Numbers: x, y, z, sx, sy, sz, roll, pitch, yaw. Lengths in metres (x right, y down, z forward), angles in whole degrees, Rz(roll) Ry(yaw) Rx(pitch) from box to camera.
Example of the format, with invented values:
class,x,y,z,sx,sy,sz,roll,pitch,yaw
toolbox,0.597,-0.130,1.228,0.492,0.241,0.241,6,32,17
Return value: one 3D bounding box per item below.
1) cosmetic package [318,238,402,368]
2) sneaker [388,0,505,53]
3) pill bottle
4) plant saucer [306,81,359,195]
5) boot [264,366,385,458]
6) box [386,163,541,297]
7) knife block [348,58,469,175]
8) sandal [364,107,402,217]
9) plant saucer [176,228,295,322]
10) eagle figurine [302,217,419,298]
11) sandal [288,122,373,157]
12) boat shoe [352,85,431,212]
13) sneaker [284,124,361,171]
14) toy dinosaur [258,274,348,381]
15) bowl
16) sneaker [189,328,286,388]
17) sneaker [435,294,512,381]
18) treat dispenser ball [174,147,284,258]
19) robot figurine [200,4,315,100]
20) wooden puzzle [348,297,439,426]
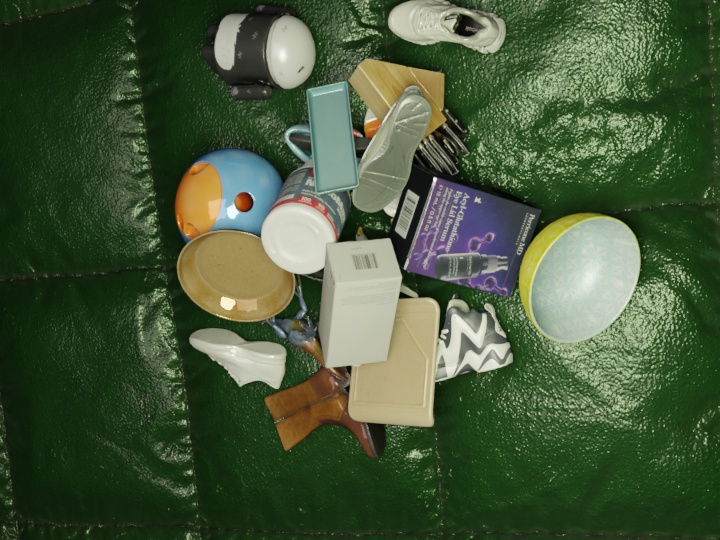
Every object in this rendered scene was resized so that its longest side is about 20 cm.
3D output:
class,x,y,z,sx,sy,sz,roll,pitch,yaw
cosmetic package,-0.004,0.054,1.370,0.202,0.105,0.086,100,160,-46
sneaker,0.131,-0.396,1.410,0.196,0.081,0.077,13,103,23
pill bottle,-0.079,-0.098,1.417,0.117,0.201,0.122,6,125,8
plant saucer,-0.044,-0.206,1.381,0.068,0.019,0.204,-10,63,6
boot,-0.067,0.275,1.575,0.198,0.068,0.191,-31,84,24
box,0.156,-0.062,1.367,0.196,0.104,0.151,13,103,-22
knife block,0.077,-0.230,1.410,0.196,0.064,0.180,8,77,-16
sandal,0.051,-0.186,1.471,0.077,0.059,0.212,-5,80,7
plant saucer,-0.202,0.001,1.460,0.195,0.036,0.203,3,132,3
eagle figurine,-0.001,-0.005,1.483,0.197,0.152,0.153,-26,115,11
sandal,-0.018,-0.211,1.427,0.195,0.075,0.046,6,83,13
boat shoe,0.046,-0.183,1.353,0.073,0.065,0.205,18,116,-13
sneaker,-0.048,-0.187,1.507,0.197,0.082,0.075,27,107,18
toy dinosaur,-0.127,0.112,1.558,0.180,0.104,0.204,-15,87,53
bowl,0.314,-0.004,1.346,0.108,0.197,0.203,46,118,58
sneaker,-0.232,0.169,1.637,0.196,0.075,0.090,14,113,20
sneaker,0.145,0.110,1.462,0.196,0.079,0.132,-16,84,29
treat dispenser ball,-0.221,-0.108,1.525,0.197,0.200,0.206,3,97,22
robot figurine,-0.172,-0.375,1.520,0.196,0.125,0.154,7,109,22
wooden puzzle,0.058,0.151,1.462,0.183,0.037,0.205,-5,80,44
